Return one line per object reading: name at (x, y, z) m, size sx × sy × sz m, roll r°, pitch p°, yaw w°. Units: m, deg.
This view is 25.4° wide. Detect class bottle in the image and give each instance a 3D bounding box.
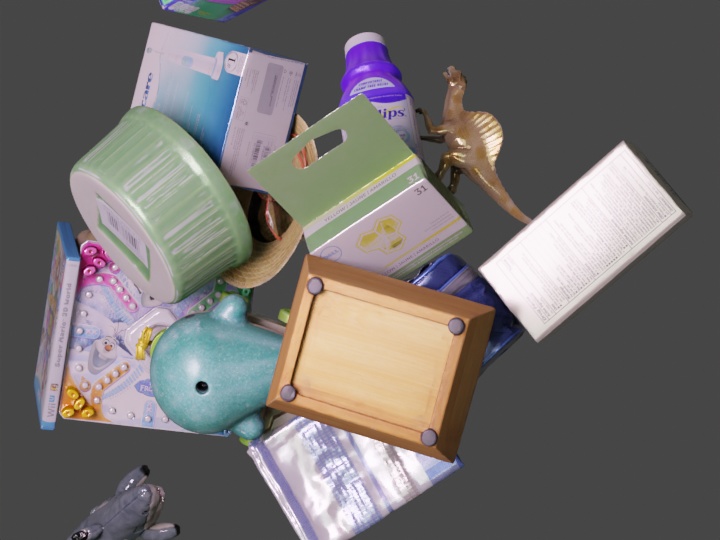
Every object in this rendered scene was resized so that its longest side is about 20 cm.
bottle at (0.019, -0.161, 1.688) m, size 0.083 × 0.065 × 0.201 m, roll -10°, pitch 58°, yaw 3°

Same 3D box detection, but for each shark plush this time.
shark plush at (-0.304, 0.290, 1.836) m, size 0.199 × 0.083 × 0.092 m, roll -20°, pitch 85°, yaw 18°

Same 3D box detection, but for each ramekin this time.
ramekin at (-0.214, -0.062, 1.671) m, size 0.098 × 0.200 × 0.200 m, roll -39°, pitch 76°, yaw -22°

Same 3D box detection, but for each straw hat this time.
straw hat at (-0.078, -0.071, 1.744) m, size 0.200 × 0.085 × 0.203 m, roll -14°, pitch 71°, yaw 47°

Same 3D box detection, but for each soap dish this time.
soap dish at (0.016, 0.086, 1.562) m, size 0.198 × 0.081 × 0.159 m, roll 16°, pitch 92°, yaw 9°

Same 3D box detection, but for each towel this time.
towel at (-0.007, 0.202, 1.737) m, size 0.199 × 0.024 × 0.148 m, roll -31°, pitch 81°, yaw 1°

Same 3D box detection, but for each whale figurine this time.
whale figurine at (-0.124, 0.106, 1.682) m, size 0.198 × 0.104 × 0.161 m, roll -5°, pitch 100°, yaw 4°

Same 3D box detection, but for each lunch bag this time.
lunch bag at (0.059, 0.079, 1.665) m, size 0.200 × 0.136 × 0.132 m, roll -43°, pitch 82°, yaw 3°

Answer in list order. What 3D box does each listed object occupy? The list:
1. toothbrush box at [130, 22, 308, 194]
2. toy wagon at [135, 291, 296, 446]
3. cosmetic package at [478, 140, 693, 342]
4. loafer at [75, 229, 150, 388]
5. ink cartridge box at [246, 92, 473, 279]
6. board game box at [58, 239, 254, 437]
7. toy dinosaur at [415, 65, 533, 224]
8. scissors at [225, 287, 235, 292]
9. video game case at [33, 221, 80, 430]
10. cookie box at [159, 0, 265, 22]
toothbrush box at (-0.162, -0.177, 1.733) m, size 0.199 × 0.085 × 0.148 m, roll 20°, pitch 98°, yaw 48°
toy wagon at (-0.150, 0.102, 1.760) m, size 0.198 × 0.040 × 0.156 m, roll 18°, pitch 97°, yaw -9°
cosmetic package at (0.232, -0.029, 1.641) m, size 0.200 × 0.087 × 0.104 m, roll -40°, pitch 80°, yaw 14°
loafer at (-0.265, 0.044, 1.813) m, size 0.067 × 0.076 × 0.202 m, roll -19°, pitch 94°, yaw 30°
ink cartridge box at (0.002, -0.067, 1.592) m, size 0.145 × 0.200 × 0.048 m, roll -33°, pitch 46°, yaw 14°
board game box at (-0.224, 0.079, 1.779) m, size 0.198 × 0.026 × 0.202 m, roll 8°, pitch 96°, yaw -12°
toy dinosaur at (0.111, -0.119, 1.698) m, size 0.101 × 0.058 × 0.201 m, roll -27°, pitch 82°, yaw 16°
scissors at (-0.223, 0.013, 1.841) m, size 0.198 × 0.014 × 0.074 m, roll 3°, pitch 99°, yaw 22°
video game case at (-0.344, 0.060, 1.809) m, size 0.018 × 0.143 × 0.202 m, roll 6°, pitch 106°, yaw -17°
cookie box at (-0.108, -0.346, 1.711) m, size 0.199 × 0.171 × 0.076 m, roll -25°, pitch 86°, yaw 18°
